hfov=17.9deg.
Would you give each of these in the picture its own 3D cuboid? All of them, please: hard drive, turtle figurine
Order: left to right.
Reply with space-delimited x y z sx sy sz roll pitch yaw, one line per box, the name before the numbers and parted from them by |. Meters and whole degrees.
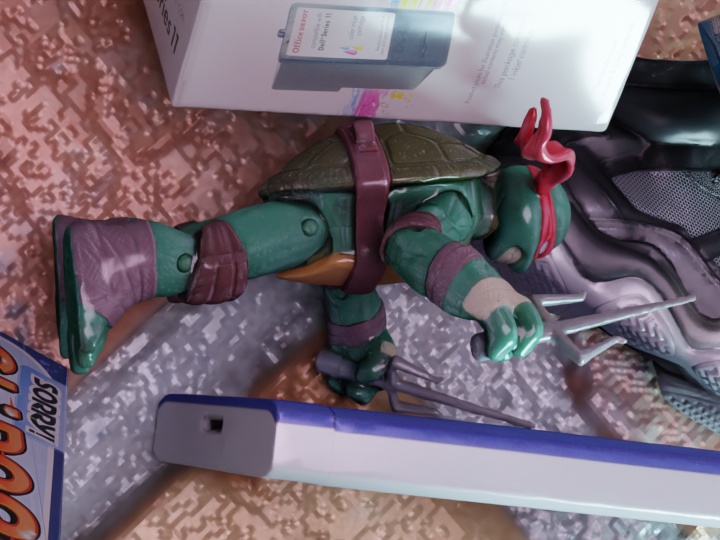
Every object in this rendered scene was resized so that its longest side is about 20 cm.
turtle figurine | 0.000 0.000 0.761 0.200 0.150 0.101 -3 76 -10
hard drive | 0.044 0.065 0.774 0.200 0.132 0.025 8 85 -20

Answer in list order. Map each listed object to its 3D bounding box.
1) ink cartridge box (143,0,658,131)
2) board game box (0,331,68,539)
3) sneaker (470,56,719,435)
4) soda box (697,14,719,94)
ink cartridge box | -0.012 -0.112 0.776 0.200 0.067 0.117 3 42 -21
board game box | -0.153 0.049 0.670 0.135 0.200 0.034 31 105 -17
sneaker | 0.135 -0.012 0.847 0.200 0.075 0.114 33 77 -13
soda box | 0.178 -0.075 0.810 0.068 0.200 0.064 -18 92 22
